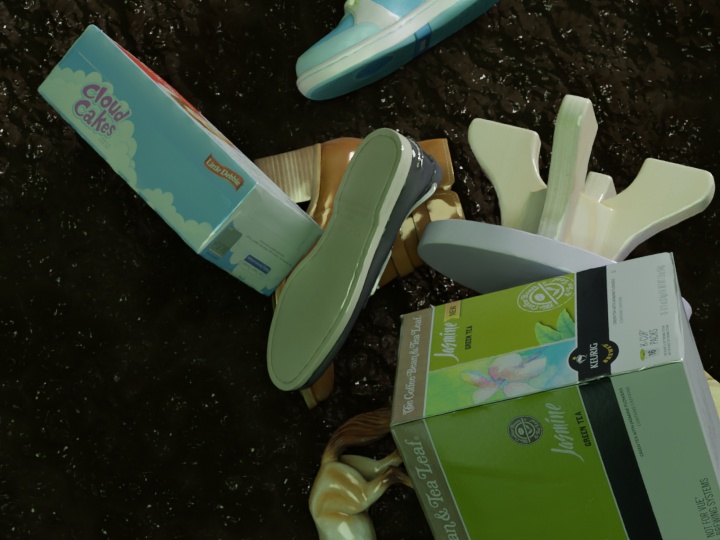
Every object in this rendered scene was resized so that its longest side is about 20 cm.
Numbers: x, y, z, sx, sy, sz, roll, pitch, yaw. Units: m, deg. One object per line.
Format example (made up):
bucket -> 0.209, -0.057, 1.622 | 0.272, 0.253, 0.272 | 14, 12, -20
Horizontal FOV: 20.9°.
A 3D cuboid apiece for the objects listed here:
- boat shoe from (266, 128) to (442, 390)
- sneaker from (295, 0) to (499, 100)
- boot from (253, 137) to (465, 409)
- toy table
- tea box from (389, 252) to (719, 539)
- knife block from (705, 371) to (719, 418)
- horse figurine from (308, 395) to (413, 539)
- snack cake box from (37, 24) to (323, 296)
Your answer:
boat shoe -> 0.000, 0.000, 1.394 | 0.073, 0.063, 0.201 | 29, 95, 47
sneaker -> 0.012, -0.224, 1.488 | 0.200, 0.080, 0.131 | -33, 85, -13
boot -> 0.007, -0.004, 1.460 | 0.154, 0.074, 0.201 | -7, 84, -5
toy table -> 0.152, -0.035, 1.399 | 0.199, 0.184, 0.118 | 19, 75, 8
tea box -> 0.142, 0.121, 1.310 | 0.196, 0.134, 0.201 | -13, 121, 13
knife block -> 0.188, 0.134, 1.441 | 0.200, 0.064, 0.176 | 41, 85, 6
horse figurine -> 0.007, 0.192, 1.436 | 0.132, 0.050, 0.201 | -4, 90, 17
snack cake box -> -0.130, -0.079, 1.412 | 0.067, 0.115, 0.200 | -49, 61, 4
